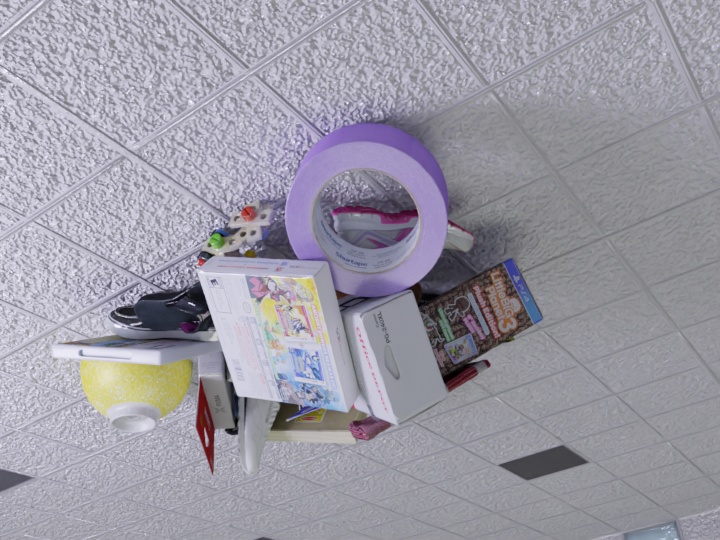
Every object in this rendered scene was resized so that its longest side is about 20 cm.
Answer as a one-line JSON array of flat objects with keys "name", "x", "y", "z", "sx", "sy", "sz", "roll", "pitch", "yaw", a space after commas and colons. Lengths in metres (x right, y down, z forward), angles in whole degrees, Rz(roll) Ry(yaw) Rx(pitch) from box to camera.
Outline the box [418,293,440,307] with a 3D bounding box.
[{"name": "box", "x": 0.096, "y": 0.088, "z": 1.357, "sx": 0.195, "sy": 0.037, "sz": 0.144, "roll": 5, "pitch": 146, "yaw": -20}]

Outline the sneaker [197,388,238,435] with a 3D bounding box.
[{"name": "sneaker", "x": -0.227, "y": 0.279, "z": 1.547, "sx": 0.197, "sy": 0.091, "sz": 0.078, "roll": 21, "pitch": 140, "yaw": -35}]

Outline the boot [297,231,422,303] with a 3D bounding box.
[{"name": "boot", "x": 0.000, "y": 0.000, "z": 1.184, "sx": 0.195, "sy": 0.078, "sz": 0.157, "roll": 3, "pitch": 143, "yaw": -1}]

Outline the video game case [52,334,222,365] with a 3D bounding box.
[{"name": "video game case", "x": -0.328, "y": 0.117, "z": 1.217, "sx": 0.178, "sy": 0.023, "sz": 0.200, "roll": 2, "pitch": -179, "yaw": 16}]

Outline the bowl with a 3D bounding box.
[{"name": "bowl", "x": -0.394, "y": 0.217, "z": 1.408, "sx": 0.195, "sy": 0.110, "sz": 0.202, "roll": -4, "pitch": 148, "yaw": -2}]

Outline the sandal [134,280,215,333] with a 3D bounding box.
[{"name": "sandal", "x": -0.243, "y": 0.063, "z": 1.133, "sx": 0.197, "sy": 0.048, "sz": 0.076, "roll": -13, "pitch": 122, "yaw": 32}]

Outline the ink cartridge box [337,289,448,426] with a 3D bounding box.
[{"name": "ink cartridge box", "x": 0.022, "y": 0.109, "z": 1.067, "sx": 0.082, "sy": 0.148, "sz": 0.199, "roll": -22, "pitch": -174, "yaw": -20}]

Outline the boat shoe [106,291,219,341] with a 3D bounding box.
[{"name": "boat shoe", "x": -0.294, "y": 0.063, "z": 1.236, "sx": 0.195, "sy": 0.071, "sz": 0.065, "roll": 1, "pitch": 116, "yaw": 4}]

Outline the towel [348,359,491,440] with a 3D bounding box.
[{"name": "towel", "x": 0.078, "y": 0.178, "z": 1.127, "sx": 0.197, "sy": 0.023, "sz": 0.144, "roll": -28, "pitch": 176, "yaw": -13}]

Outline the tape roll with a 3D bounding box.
[{"name": "tape roll", "x": 0.009, "y": -0.071, "z": 0.982, "sx": 0.195, "sy": 0.066, "sz": 0.204, "roll": 3, "pitch": 118, "yaw": 5}]

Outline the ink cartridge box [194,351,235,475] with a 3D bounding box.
[{"name": "ink cartridge box", "x": -0.244, "y": 0.223, "z": 1.367, "sx": 0.044, "sy": 0.179, "sz": 0.202, "roll": -4, "pitch": 145, "yaw": -4}]

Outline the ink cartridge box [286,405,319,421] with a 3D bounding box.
[{"name": "ink cartridge box", "x": -0.005, "y": 0.179, "z": 1.336, "sx": 0.197, "sy": 0.041, "sz": 0.199, "roll": -25, "pitch": 174, "yaw": 31}]

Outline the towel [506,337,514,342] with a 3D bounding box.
[{"name": "towel", "x": 0.146, "y": 0.143, "z": 1.281, "sx": 0.197, "sy": 0.018, "sz": 0.086, "roll": -27, "pitch": -175, "yaw": -9}]

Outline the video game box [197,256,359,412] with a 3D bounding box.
[{"name": "video game box", "x": -0.104, "y": 0.080, "z": 1.039, "sx": 0.179, "sy": 0.047, "sz": 0.204, "roll": 5, "pitch": 122, "yaw": 30}]

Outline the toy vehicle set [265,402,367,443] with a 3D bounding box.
[{"name": "toy vehicle set", "x": -0.082, "y": 0.257, "z": 1.467, "sx": 0.196, "sy": 0.125, "sz": 0.027, "roll": -4, "pitch": 125, "yaw": 24}]

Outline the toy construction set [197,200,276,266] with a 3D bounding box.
[{"name": "toy construction set", "x": -0.145, "y": -0.003, "z": 1.110, "sx": 0.129, "sy": 0.093, "sz": 0.202, "roll": 15, "pitch": 140, "yaw": 32}]

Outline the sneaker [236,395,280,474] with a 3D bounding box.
[{"name": "sneaker", "x": -0.179, "y": 0.255, "z": 1.421, "sx": 0.079, "sy": 0.205, "sz": 0.076, "roll": 2, "pitch": 171, "yaw": -13}]

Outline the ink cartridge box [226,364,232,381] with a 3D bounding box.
[{"name": "ink cartridge box", "x": -0.117, "y": 0.116, "z": 1.320, "sx": 0.144, "sy": 0.084, "sz": 0.200, "roll": 14, "pitch": 142, "yaw": -29}]

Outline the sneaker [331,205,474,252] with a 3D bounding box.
[{"name": "sneaker", "x": 0.055, "y": -0.035, "z": 1.089, "sx": 0.195, "sy": 0.090, "sz": 0.081, "roll": 4, "pitch": -169, "yaw": -5}]

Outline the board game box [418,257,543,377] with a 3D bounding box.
[{"name": "board game box", "x": 0.138, "y": 0.081, "z": 1.177, "sx": 0.197, "sy": 0.098, "sz": 0.159, "roll": -27, "pitch": 177, "yaw": -14}]
